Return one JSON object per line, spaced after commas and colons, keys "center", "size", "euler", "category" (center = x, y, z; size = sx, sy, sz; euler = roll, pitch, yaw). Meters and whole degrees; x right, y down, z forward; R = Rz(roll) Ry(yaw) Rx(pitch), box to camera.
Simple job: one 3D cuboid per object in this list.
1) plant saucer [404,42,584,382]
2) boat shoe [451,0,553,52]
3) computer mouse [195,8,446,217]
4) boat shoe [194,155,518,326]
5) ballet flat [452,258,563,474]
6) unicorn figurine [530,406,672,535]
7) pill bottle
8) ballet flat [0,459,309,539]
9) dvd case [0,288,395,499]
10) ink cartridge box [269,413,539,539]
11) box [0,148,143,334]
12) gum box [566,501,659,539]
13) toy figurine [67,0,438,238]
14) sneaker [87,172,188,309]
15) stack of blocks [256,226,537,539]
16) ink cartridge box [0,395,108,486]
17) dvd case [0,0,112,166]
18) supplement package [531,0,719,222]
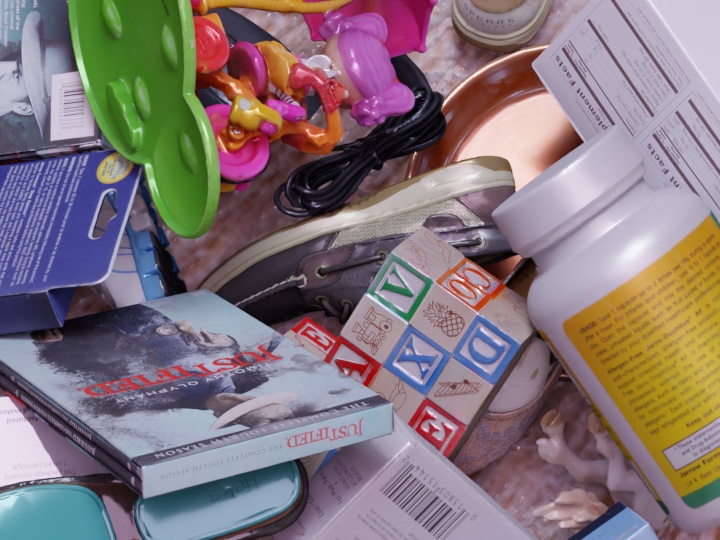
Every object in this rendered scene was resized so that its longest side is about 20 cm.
{"center": [0.124, -0.033, 1.686], "size": [0.200, 0.032, 0.201], "euler": [0, 78, 0], "category": "plant saucer"}
{"center": [0.107, -0.225, 1.702], "size": [0.074, 0.066, 0.200], "euler": [15, 67, 5], "category": "boat shoe"}
{"center": [-0.044, -0.120, 1.671], "size": [0.140, 0.046, 0.200], "euler": [-29, 53, -30], "category": "computer mouse"}
{"center": [0.001, 0.000, 1.636], "size": [0.200, 0.072, 0.066], "euler": [-24, 71, 12], "category": "boat shoe"}
{"center": [0.096, 0.023, 1.623], "size": [0.068, 0.067, 0.200], "euler": [32, 80, 7], "category": "ballet flat"}
{"center": [0.191, 0.082, 1.636], "size": [0.200, 0.074, 0.137], "euler": [-45, 116, 10], "category": "unicorn figurine"}
{"center": [0.159, 0.028, 1.535], "size": [0.113, 0.113, 0.200], "euler": [-36, 92, -8], "category": "pill bottle"}
{"center": [-0.123, 0.135, 1.481], "size": [0.199, 0.068, 0.068], "euler": [-10, 78, -12], "category": "ballet flat"}
{"center": [-0.094, 0.060, 1.506], "size": [0.146, 0.200, 0.022], "euler": [-13, 114, -28], "category": "dvd case"}
{"center": [0.018, 0.194, 1.564], "size": [0.176, 0.200, 0.045], "euler": [-46, 36, 2], "category": "ink cartridge box"}
{"center": [-0.215, -0.011, 1.588], "size": [0.199, 0.032, 0.121], "euler": [-7, 39, 17], "category": "box"}
{"center": [0.126, 0.255, 1.567], "size": [0.170, 0.045, 0.200], "euler": [-34, 111, -8], "category": "gum box"}
{"center": [-0.038, -0.122, 1.579], "size": [0.184, 0.150, 0.200], "euler": [-10, 65, -27], "category": "toy figurine"}
{"center": [-0.155, -0.017, 1.668], "size": [0.086, 0.075, 0.200], "euler": [-22, 70, 2], "category": "sneaker"}
{"center": [0.000, 0.076, 1.594], "size": [0.115, 0.059, 0.200], "euler": [35, 114, 7], "category": "stack of blocks"}
{"center": [-0.168, 0.176, 1.578], "size": [0.086, 0.146, 0.201], "euler": [-7, 78, -6], "category": "ink cartridge box"}
{"center": [-0.237, -0.126, 1.669], "size": [0.199, 0.022, 0.146], "euler": [-8, 73, 18], "category": "dvd case"}
{"center": [0.229, -0.113, 1.623], "size": [0.200, 0.111, 0.156], "euler": [-26, 77, -36], "category": "supplement package"}
